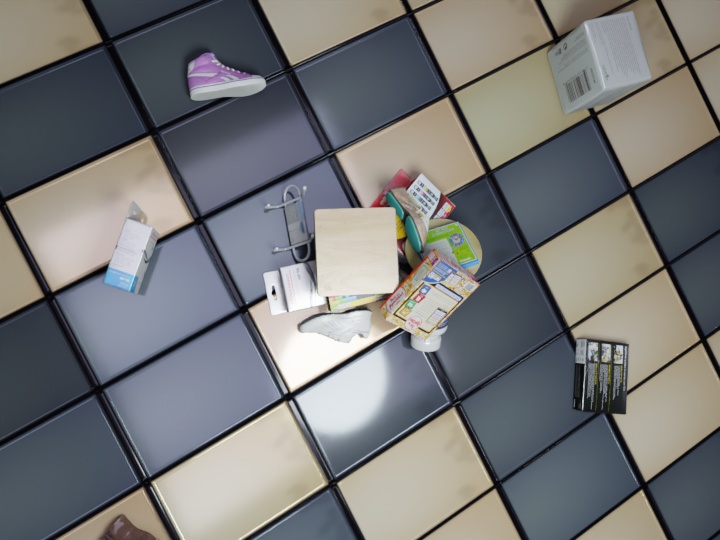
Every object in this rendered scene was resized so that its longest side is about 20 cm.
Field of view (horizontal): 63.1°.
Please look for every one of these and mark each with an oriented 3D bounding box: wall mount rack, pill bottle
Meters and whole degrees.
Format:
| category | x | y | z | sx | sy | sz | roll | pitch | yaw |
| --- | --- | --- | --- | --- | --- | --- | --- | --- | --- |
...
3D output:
| category | x | y | z | sx | sy | sz | roll | pitch | yaw |
| --- | --- | --- | --- | --- | --- | --- | --- | --- | --- |
| wall mount rack | -0.162 | -0.126 | 1.471 | 0.074 | 0.172 | 0.205 | -7 | 84 | -49 |
| pill bottle | 0.177 | 0.102 | 1.532 | 0.108 | 0.111 | 0.205 | -1 | 109 | -12 |

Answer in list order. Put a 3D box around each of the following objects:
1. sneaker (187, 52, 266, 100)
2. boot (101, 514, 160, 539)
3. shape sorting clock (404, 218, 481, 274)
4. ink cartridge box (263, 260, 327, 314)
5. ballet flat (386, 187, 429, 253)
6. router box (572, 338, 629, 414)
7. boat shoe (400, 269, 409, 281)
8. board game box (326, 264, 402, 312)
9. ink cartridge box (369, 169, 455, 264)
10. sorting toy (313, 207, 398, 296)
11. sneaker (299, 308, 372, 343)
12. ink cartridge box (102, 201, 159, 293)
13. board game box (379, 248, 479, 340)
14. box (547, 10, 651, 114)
| category | x | y | z | sx | sy | sz | roll | pitch | yaw |
| --- | --- | --- | --- | --- | --- | --- | --- | --- | --- |
| sneaker | -0.347 | -0.511 | 1.511 | 0.196 | 0.073 | 0.117 | -8 | 84 | -13 |
| boot | -0.556 | 0.705 | 1.380 | 0.165 | 0.072 | 0.202 | 33 | 81 | 5 |
| shape sorting clock | 0.210 | -0.048 | 1.489 | 0.195 | 0.039 | 0.204 | 2 | 61 | -3 |
| ink cartridge box | -0.143 | 0.039 | 1.510 | 0.196 | 0.068 | 0.119 | -13 | 89 | -13 |
| ballet flat | 0.133 | -0.135 | 1.474 | 0.066 | 0.069 | 0.203 | -17 | 64 | -18 |
| router box | 0.688 | 0.303 | 1.678 | 0.146 | 0.051 | 0.205 | 7 | 84 | -13 |
| boat shoe | 0.063 | 0.016 | 1.557 | 0.197 | 0.072 | 0.066 | 28 | 75 | -15 |
| board game box | 0.000 | 0.000 | 1.477 | 0.196 | 0.057 | 0.169 | -13 | 94 | -11 |
| ink cartridge box | 0.122 | -0.151 | 1.576 | 0.175 | 0.084 | 0.201 | 41 | 79 | -6 |
| sorting toy | -0.014 | -0.045 | 1.411 | 0.195 | 0.070 | 0.204 | -2 | 90 | -12 |
| sneaker | -0.061 | 0.149 | 1.520 | 0.195 | 0.074 | 0.089 | -5 | 91 | -12 |
| ink cartridge box | -0.541 | -0.052 | 1.407 | 0.065 | 0.116 | 0.204 | 19 | 82 | -10 |
| board game box | 0.165 | 0.062 | 1.400 | 0.150 | 0.047 | 0.200 | 29 | 113 | -34 |
| box | 0.675 | -0.587 | 1.672 | 0.168 | 0.199 | 0.204 | -15 | 89 | -13 |
